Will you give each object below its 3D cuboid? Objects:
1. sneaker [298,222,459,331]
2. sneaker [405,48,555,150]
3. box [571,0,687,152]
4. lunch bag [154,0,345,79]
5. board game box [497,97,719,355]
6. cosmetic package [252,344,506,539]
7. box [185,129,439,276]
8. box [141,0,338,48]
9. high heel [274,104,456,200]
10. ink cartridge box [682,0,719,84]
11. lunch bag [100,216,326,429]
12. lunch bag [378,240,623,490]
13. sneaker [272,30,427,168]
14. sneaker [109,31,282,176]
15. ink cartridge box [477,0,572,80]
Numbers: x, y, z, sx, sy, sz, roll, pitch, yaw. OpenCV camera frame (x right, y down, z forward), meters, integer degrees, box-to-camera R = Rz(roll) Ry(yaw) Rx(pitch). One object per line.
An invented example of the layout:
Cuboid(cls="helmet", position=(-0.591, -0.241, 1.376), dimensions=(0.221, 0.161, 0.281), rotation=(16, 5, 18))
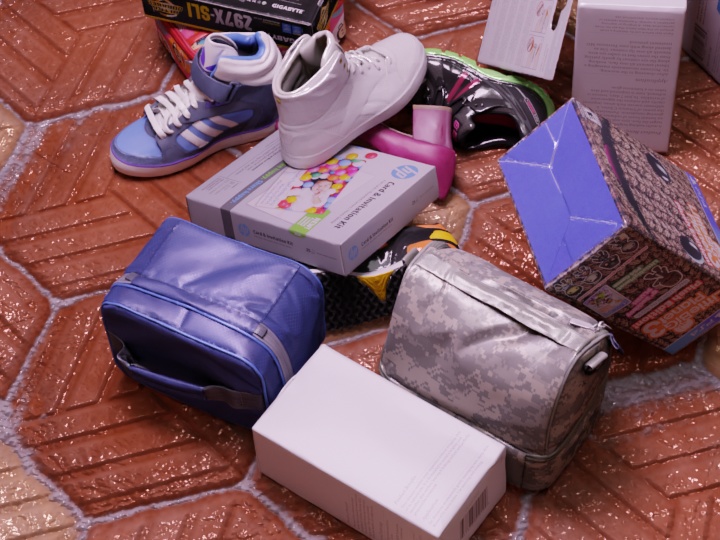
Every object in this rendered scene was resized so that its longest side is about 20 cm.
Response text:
Cuboid(cls="sneaker", position=(0.000, 0.000, 1.468), dimensions=(0.200, 0.070, 0.090), rotation=(-10, 34, -2))
Cuboid(cls="sneaker", position=(0.103, -0.175, 1.584), dimensions=(0.200, 0.077, 0.084), rotation=(15, 54, 18))
Cuboid(cls="box", position=(0.275, -0.245, 1.548), dimensions=(0.106, 0.200, 0.152), rotation=(4, 52, 8))
Cuboid(cls="lunch bag", position=(-0.120, -0.281, 1.682), dimensions=(0.200, 0.082, 0.176), rotation=(-27, 59, -15))
Cuboid(cls="board game box", position=(0.242, -0.038, 1.381), dimensions=(0.097, 0.200, 0.160), rotation=(-39, 47, 27))
Cuboid(cls="cosmetic package", position=(0.016, 0.165, 1.320), dimensions=(0.200, 0.081, 0.113), rotation=(28, 58, 25))
Cuboid(cls="box", position=(-0.048, -0.072, 1.488), dimensions=(0.200, 0.041, 0.156), rotation=(19, 43, 34))
Cuboid(cls="box", position=(-0.118, -0.326, 1.634), dimensions=(0.200, 0.049, 0.160), rotation=(14, 56, 11))
Cuboid(cls="high heel", position=(0.001, -0.121, 1.566), dimensions=(0.200, 0.067, 0.096), rotation=(0, 84, 23))
Cuboid(cls="ink cartridge box", position=(0.408, -0.326, 1.638), dimensions=(0.146, 0.147, 0.200), rotation=(-26, 55, -16))
Cuboid(cls="lunch bag", position=(-0.144, 0.054, 1.380), dimensions=(0.200, 0.136, 0.132), rotation=(19, 55, 18))
Cuboid(cls="lunch bag", position=(0.122, 0.075, 1.327), dimensions=(0.200, 0.168, 0.139), rotation=(29, 59, 23))
Cuboid(cls="sneaker", position=(-0.008, -0.201, 1.498), dimensions=(0.074, 0.116, 0.200), rotation=(30, 60, 29))
Cuboid(cls="sneaker", position=(-0.175, -0.187, 1.564), dimensions=(0.200, 0.147, 0.081), rotation=(-18, 53, -11))
Cuboid(cls="ink cartridge box", position=(0.193, -0.279, 1.555), dimensions=(0.047, 0.160, 0.200), rotation=(11, 9, -20))
